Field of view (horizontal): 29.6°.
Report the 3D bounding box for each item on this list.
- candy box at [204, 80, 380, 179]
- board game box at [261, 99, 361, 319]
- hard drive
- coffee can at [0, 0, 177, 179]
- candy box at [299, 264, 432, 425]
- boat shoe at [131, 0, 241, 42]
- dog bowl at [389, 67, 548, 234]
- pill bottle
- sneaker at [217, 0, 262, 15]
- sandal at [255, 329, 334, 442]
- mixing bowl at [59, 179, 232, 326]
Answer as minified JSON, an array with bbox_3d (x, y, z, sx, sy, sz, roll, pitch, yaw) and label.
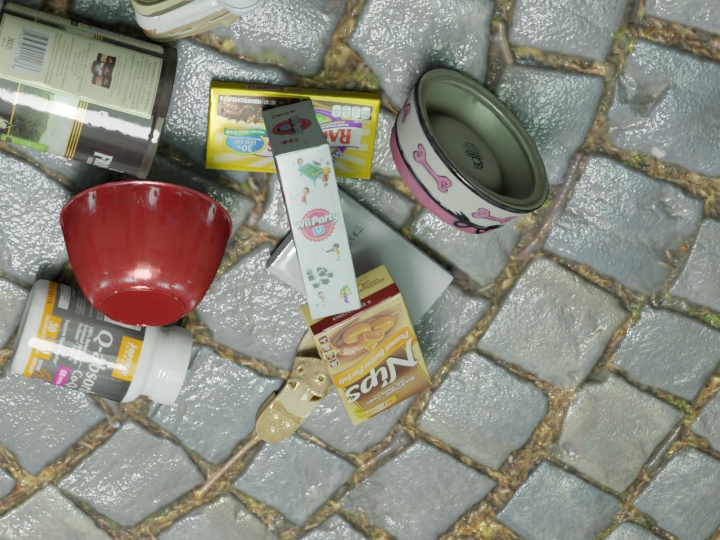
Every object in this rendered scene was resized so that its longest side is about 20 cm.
[{"bbox_3d":[-0.080,-0.162,1.585,0.197,0.027,0.103,3,120,-9],"label":"candy box"},{"bbox_3d":[-0.054,-0.070,1.535,0.063,0.148,0.202,-13,117,-4],"label":"board game box"},{"bbox_3d":[0.000,0.000,1.675,0.199,0.025,0.132,36,101,-23],"label":"hard drive"},{"bbox_3d":[-0.310,-0.194,1.466,0.198,0.147,0.148,14,115,-15],"label":"coffee can"},{"bbox_3d":[0.010,0.093,1.643,0.114,0.056,0.201,-26,140,-4],"label":"candy box"},{"bbox_3d":[-0.151,-0.307,1.479,0.198,0.075,0.069,-17,147,-7],"label":"boat shoe"},{"bbox_3d":[0.117,-0.129,1.544,0.199,0.201,0.074,33,127,-22],"label":"dog bowl"},{"bbox_3d":[-0.309,0.091,1.633,0.198,0.117,0.117,17,114,-16],"label":"pill bottle"},{"bbox_3d":[-0.175,-0.350,1.407,0.199,0.071,0.073,39,75,5],"label":"sneaker"},{"bbox_3d":[-0.061,0.148,1.725,0.077,0.070,0.213,29,110,-21],"label":"sandal"},{"bbox_3d":[-0.244,-0.006,1.542,0.197,0.110,0.201,-2,152,-1],"label":"mixing bowl"}]
